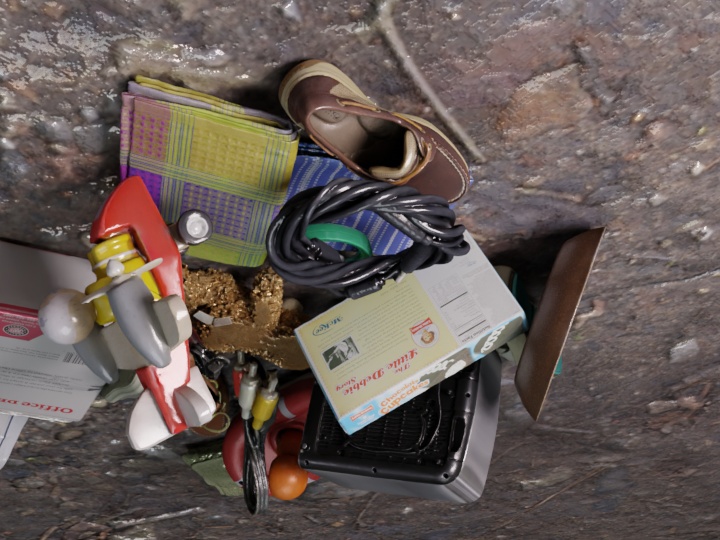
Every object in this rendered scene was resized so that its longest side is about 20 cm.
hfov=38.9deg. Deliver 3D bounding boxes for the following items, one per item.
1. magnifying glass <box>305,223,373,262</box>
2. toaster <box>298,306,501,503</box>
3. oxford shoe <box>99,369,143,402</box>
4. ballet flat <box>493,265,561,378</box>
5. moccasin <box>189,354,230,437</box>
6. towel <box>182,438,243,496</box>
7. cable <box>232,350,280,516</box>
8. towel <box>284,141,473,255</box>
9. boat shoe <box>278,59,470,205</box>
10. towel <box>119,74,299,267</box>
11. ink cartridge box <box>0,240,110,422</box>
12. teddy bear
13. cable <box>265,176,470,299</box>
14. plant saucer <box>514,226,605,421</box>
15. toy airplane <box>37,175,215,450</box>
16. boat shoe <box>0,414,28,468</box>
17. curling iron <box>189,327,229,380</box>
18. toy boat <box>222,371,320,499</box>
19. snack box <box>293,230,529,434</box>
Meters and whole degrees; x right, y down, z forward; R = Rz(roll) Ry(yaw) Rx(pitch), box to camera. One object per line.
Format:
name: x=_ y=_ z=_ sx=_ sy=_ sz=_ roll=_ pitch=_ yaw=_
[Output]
magnifying glass: x=0.000 y=0.000 z=1.010 sx=0.079 sy=0.022 sz=0.200 roll=-19 pitch=149 yaw=29
toaster: x=0.053 y=0.136 z=1.060 sx=0.199 sy=0.182 sz=0.119 roll=1 pitch=157 yaw=23
oxford shoe: x=-0.226 y=0.102 z=1.047 sx=0.058 sy=0.076 sz=0.200 roll=15 pitch=168 yaw=-25
ballet flat: x=0.164 y=0.058 z=1.104 sx=0.069 sy=0.070 sz=0.200 roll=-17 pitch=140 yaw=17
moccasin: x=-0.186 y=0.143 z=1.161 sx=0.073 sy=0.078 sz=0.202 roll=-2 pitch=146 yaw=-6
towel: x=-0.125 y=0.260 z=1.383 sx=0.199 sy=0.037 sz=0.148 roll=-16 pitch=146 yaw=15
cable: x=-0.129 y=0.180 z=1.147 sx=0.050 sy=0.097 sz=0.201 roll=-6 pitch=119 yaw=-37
towel: x=-0.012 y=-0.058 z=0.937 sx=0.199 sy=0.024 sz=0.145 roll=6 pitch=145 yaw=-18
boat shoe: x=0.022 y=-0.095 z=0.827 sx=0.200 sy=0.072 sz=0.072 roll=31 pitch=110 yaw=-38
towel: x=-0.133 y=-0.076 z=0.869 sx=0.143 sy=0.023 sz=0.200 roll=14 pitch=143 yaw=-5
ink cartridge box: x=-0.322 y=0.069 z=1.026 sx=0.145 sy=0.085 sz=0.200 roll=14 pitch=140 yaw=-26
teddy bear: x=-0.131 y=0.039 z=1.041 sx=0.199 sy=0.067 sz=0.145 roll=8 pitch=135 yaw=-8
cable: x=0.007 y=-0.023 z=0.868 sx=0.162 sy=0.051 sz=0.200 roll=-8 pitch=158 yaw=14
plant saucer: x=0.190 y=0.047 z=0.994 sx=0.037 sy=0.201 sz=0.201 roll=19 pitch=148 yaw=11
toy airplane: x=-0.192 y=0.049 z=0.835 sx=0.141 sy=0.199 sz=0.201 roll=-2 pitch=127 yaw=-28
boat shoe: x=-0.423 y=0.163 z=1.176 sx=0.065 sy=0.074 sz=0.200 roll=18 pitch=130 yaw=-23
curling iron: x=-0.178 y=0.030 z=0.965 sx=0.049 sy=0.026 sz=0.200 roll=15 pitch=140 yaw=45
toy boat: x=-0.081 y=0.218 z=1.218 sx=0.200 sy=0.131 sz=0.131 roll=-29 pitch=114 yaw=30
snack box: x=0.046 y=0.057 z=0.977 sx=0.199 sy=0.116 sz=0.037 roll=-30 pitch=143 yaw=0
